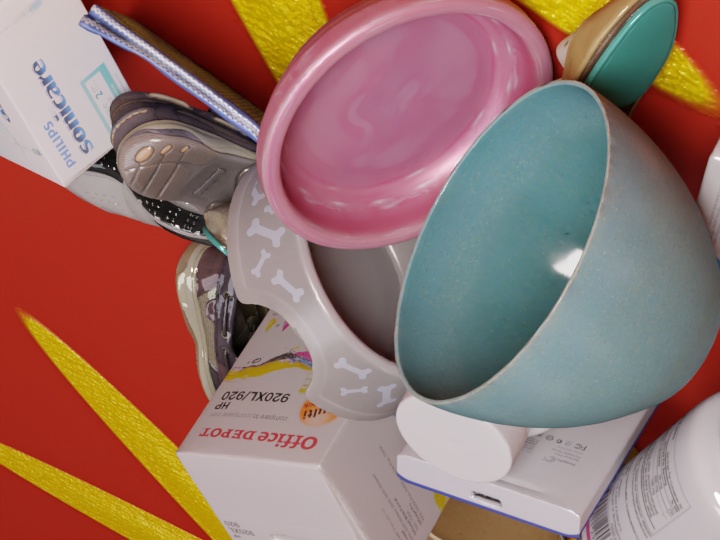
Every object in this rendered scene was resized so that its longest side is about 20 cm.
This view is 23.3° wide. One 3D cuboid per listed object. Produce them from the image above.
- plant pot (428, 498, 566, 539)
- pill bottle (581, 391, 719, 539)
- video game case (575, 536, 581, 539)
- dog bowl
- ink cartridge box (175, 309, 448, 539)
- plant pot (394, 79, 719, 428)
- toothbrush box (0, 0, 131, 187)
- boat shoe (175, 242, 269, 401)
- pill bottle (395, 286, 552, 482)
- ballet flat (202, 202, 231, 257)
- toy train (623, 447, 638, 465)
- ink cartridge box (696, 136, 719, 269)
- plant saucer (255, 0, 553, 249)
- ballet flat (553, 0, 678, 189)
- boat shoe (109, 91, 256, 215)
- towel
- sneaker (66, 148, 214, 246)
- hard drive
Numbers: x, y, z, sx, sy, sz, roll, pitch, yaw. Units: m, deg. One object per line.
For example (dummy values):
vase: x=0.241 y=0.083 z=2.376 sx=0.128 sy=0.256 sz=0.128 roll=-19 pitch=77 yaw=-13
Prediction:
plant pot: x=0.094 y=0.209 z=1.518 sx=0.199 sy=0.028 sz=0.201 roll=22 pitch=144 yaw=17
pill bottle: x=0.236 y=0.145 z=1.124 sx=0.113 sy=0.114 sz=0.200 roll=35 pitch=142 yaw=-2
video game case: x=0.178 y=0.202 z=1.383 sx=0.200 sy=0.017 sz=0.143 roll=54 pitch=176 yaw=-26
dog bowl: x=0.000 y=0.000 z=1.201 sx=0.058 sy=0.201 sz=0.200 roll=-26 pitch=116 yaw=38
ink cartridge box: x=-0.013 y=0.119 z=1.342 sx=0.146 sy=0.200 sz=0.145 roll=0 pitch=134 yaw=37
plant pot: x=0.130 y=0.009 z=1.011 sx=0.134 sy=0.201 sz=0.200 roll=26 pitch=149 yaw=-23
toothbrush box: x=-0.265 y=-0.161 z=1.259 sx=0.200 sy=0.085 sz=0.147 roll=25 pitch=150 yaw=48
boat shoe: x=-0.096 y=0.062 z=1.455 sx=0.064 sy=0.072 sz=0.201 roll=13 pitch=135 yaw=34
pill bottle: x=0.103 y=0.038 z=1.152 sx=0.110 sy=0.200 sz=0.111 roll=21 pitch=144 yaw=17
ballet flat: x=-0.053 y=-0.024 z=1.262 sx=0.067 sy=0.062 sz=0.200 roll=44 pitch=-176 yaw=21
toy train: x=0.226 y=0.182 z=1.330 sx=0.150 sy=0.056 sz=0.200 roll=48 pitch=169 yaw=0
ink cartridge box: x=0.301 y=-0.012 z=1.037 sx=0.199 sy=0.085 sz=0.145 roll=25 pitch=145 yaw=15
plant saucer: x=0.023 y=-0.102 z=1.096 sx=0.201 sy=0.199 sz=0.051 roll=87 pitch=158 yaw=-49
ballet flat: x=0.138 y=-0.109 z=1.070 sx=0.063 sy=0.068 sz=0.201 roll=54 pitch=148 yaw=32
boat shoe: x=-0.104 y=-0.083 z=1.254 sx=0.074 sy=0.074 sz=0.200 roll=-36 pitch=149 yaw=18
towel: x=-0.117 y=-0.128 z=1.185 sx=0.144 sy=0.024 sz=0.200 roll=35 pitch=-176 yaw=-3
sneaker: x=-0.170 y=-0.073 z=1.366 sx=0.199 sy=0.074 sz=0.080 roll=28 pitch=160 yaw=16
hard drive: x=0.127 y=0.097 z=1.203 sx=0.131 sy=0.200 sz=0.026 roll=16 pitch=127 yaw=23
